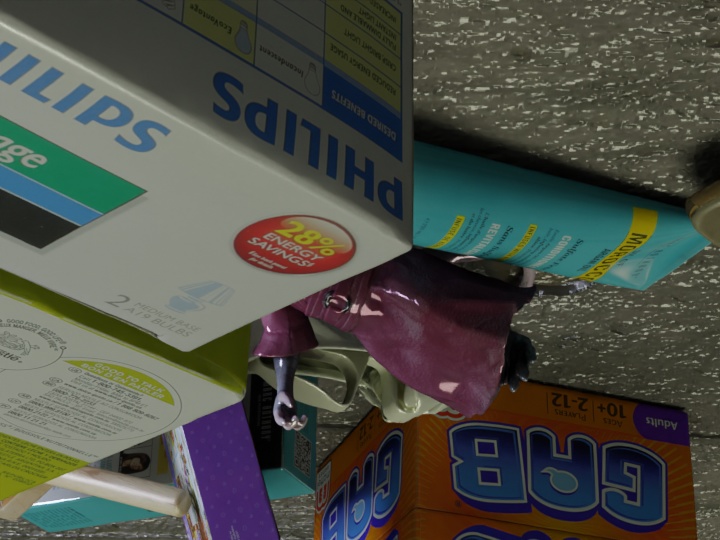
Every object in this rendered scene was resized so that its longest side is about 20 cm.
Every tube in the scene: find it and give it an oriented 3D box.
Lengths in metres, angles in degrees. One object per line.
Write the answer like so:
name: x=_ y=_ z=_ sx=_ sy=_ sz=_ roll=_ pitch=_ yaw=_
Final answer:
tube: x=0.095 y=-0.025 z=0.897 sx=0.199 sy=0.051 sz=0.077 roll=11 pitch=152 yaw=-29

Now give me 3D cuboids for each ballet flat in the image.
ballet flat: x=0.003 y=0.058 z=1.023 sx=0.199 sy=0.070 sz=0.069 roll=14 pitch=149 yaw=-22

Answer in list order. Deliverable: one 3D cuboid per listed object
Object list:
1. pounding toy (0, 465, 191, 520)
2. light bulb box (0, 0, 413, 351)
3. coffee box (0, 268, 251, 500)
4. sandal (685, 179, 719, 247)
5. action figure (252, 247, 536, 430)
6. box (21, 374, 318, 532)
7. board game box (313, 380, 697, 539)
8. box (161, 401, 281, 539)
pounding toy: x=-0.214 y=0.075 z=0.974 sx=0.199 sy=0.143 sz=0.184 roll=19 pitch=147 yaw=-23
light bulb box: x=-0.088 y=-0.108 z=0.589 sx=0.124 sy=0.201 sz=0.198 roll=-25 pitch=141 yaw=38
coffee box: x=-0.174 y=-0.039 z=0.714 sx=0.197 sy=0.201 sz=0.199 roll=-25 pitch=142 yaw=38
sandal: x=0.246 y=-0.002 z=0.906 sx=0.080 sy=0.054 sz=0.200 roll=-28 pitch=141 yaw=27
action figure: x=0.000 y=0.000 z=0.912 sx=0.199 sy=0.149 sz=0.134 roll=24 pitch=136 yaw=-2
box: x=-0.127 y=0.112 z=1.108 sx=0.199 sy=0.083 sz=0.049 roll=-11 pitch=150 yaw=21
board game box: x=0.090 y=0.206 z=1.148 sx=0.198 sy=0.201 sz=0.200 roll=12 pitch=150 yaw=-17
box: x=-0.081 y=0.118 z=0.969 sx=0.039 sy=0.201 sz=0.137 roll=-14 pitch=169 yaw=-13
